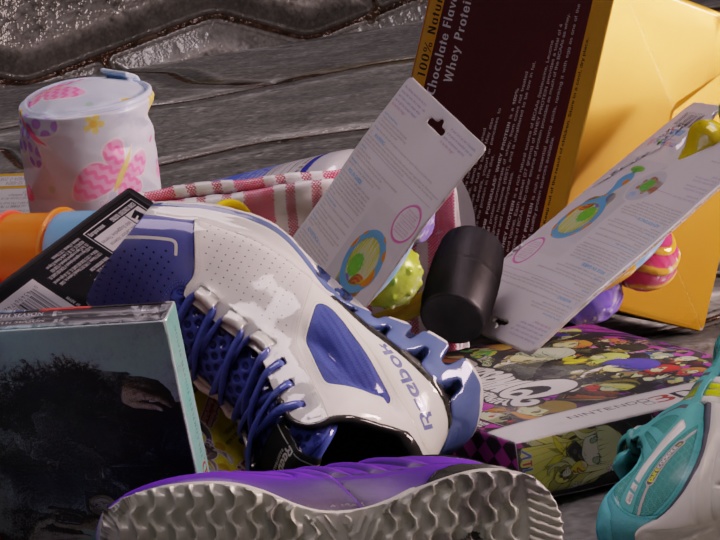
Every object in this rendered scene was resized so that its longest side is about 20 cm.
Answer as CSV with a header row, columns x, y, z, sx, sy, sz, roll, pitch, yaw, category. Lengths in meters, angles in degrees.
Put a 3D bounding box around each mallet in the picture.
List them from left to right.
x,y,z,sx,sy,sz,roll,pitch,yaw,category
-0.003,0.042,1.331,0.199,0.041,0.066,-30,27,26,mallet

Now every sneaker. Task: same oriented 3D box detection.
x,y,z,sx,sy,sz,roll,pitch,yaw,category
-0.040,0.049,1.096,0.199,0.081,0.115,28,30,0,sneaker
-0.014,0.118,1.018,0.199,0.070,0.100,-2,4,-1,sneaker
0.158,0.077,1.085,0.079,0.078,0.200,-13,13,23,sneaker

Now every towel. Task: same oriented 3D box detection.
x,y,z,sx,sy,sz,roll,pitch,yaw,category
-0.037,0.009,1.375,0.199,0.147,0.030,-6,34,1,towel

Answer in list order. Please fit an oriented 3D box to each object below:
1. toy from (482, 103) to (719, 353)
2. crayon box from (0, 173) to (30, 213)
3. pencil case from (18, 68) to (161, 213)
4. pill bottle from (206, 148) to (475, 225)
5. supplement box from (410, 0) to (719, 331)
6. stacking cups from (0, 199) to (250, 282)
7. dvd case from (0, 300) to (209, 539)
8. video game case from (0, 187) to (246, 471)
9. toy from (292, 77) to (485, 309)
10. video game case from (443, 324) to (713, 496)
x,y,z,sx,sy,sz,roll,pitch,yaw,category
0.155,-0.016,1.328,0.200,0.047,0.115,-44,21,-9,toy
-0.263,0.026,1.455,0.125,0.052,0.201,-1,46,21,crayon box
-0.156,-0.020,1.431,0.090,0.201,0.083,-22,25,-35,pencil case
-0.027,-0.016,1.479,0.199,0.113,0.112,-10,6,40,pill bottle
0.132,-0.081,1.502,0.132,0.198,0.200,14,-2,-33,supplement box
-0.154,-0.007,1.328,0.199,0.061,0.060,-2,11,32,stacking cups
-0.167,0.085,1.043,0.199,0.147,0.022,-2,28,12,dvd case
-0.094,0.048,1.159,0.180,0.026,0.200,32,33,9,video game case
0.000,0.000,1.293,0.047,0.200,0.115,35,7,-32,toy
0.107,0.072,1.243,0.180,0.036,0.200,-10,12,-27,video game case
